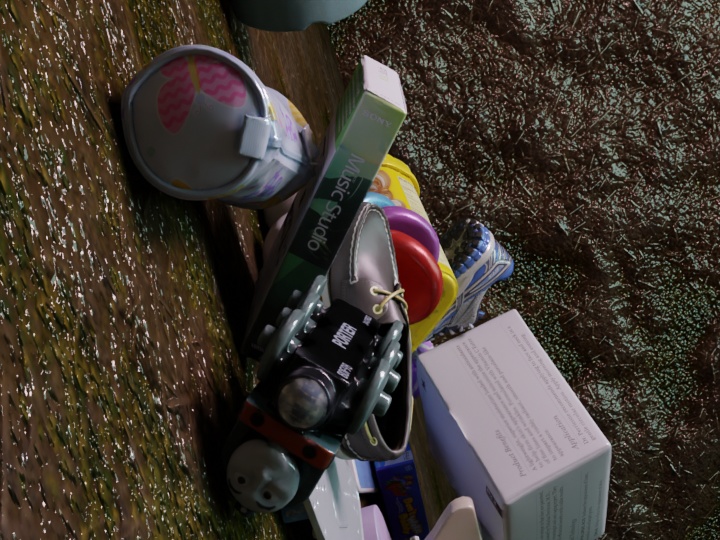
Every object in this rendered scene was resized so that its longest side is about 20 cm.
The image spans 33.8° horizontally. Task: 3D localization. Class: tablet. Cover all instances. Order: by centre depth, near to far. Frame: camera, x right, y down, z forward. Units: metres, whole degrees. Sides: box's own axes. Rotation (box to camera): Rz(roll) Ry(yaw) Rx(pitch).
[{"bbox_3d":[-0.008,0.173,1.263,0.200,0.013,0.132,55,21,-78],"label":"tablet"}]

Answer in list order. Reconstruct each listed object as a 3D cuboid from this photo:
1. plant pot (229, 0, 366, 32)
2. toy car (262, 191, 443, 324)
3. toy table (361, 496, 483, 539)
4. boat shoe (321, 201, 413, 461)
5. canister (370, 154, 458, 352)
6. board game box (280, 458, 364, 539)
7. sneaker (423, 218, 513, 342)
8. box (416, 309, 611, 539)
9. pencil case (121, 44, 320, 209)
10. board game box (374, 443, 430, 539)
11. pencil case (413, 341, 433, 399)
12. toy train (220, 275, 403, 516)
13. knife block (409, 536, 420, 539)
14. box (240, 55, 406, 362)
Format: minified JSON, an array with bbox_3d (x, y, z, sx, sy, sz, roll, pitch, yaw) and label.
[{"bbox_3d":[-0.071,-0.356,1.162,0.201,0.197,0.198,-99,180,-54],"label":"plant pot"},{"bbox_3d":[0.000,0.000,1.053,0.201,0.148,0.177,-97,171,-60],"label":"toy car"},{"bbox_3d":[0.076,0.322,1.202,0.185,0.115,0.202,-97,173,-57],"label":"toy table"},{"bbox_3d":[0.011,0.044,0.916,0.071,0.060,0.205,4,85,-46],"label":"boat shoe"},{"bbox_3d":[0.019,-0.010,1.240,0.086,0.149,0.201,24,27,-30],"label":"canister"},{"bbox_3d":[-0.030,0.173,0.915,0.201,0.025,0.202,-97,172,-58],"label":"board game box"},{"bbox_3d":[0.087,0.042,1.262,0.085,0.200,0.078,29,27,-30],"label":"sneaker"},{"bbox_3d":[0.164,0.193,1.287,0.201,0.129,0.200,79,-16,-51],"label":"box"},{"bbox_3d":[-0.079,-0.080,0.719,0.084,0.090,0.200,-61,175,4],"label":"pencil case"},{"bbox_3d":[0.047,0.251,1.394,0.135,0.044,0.202,-103,180,-53],"label":"board game box"},{"bbox_3d":[0.025,0.058,1.369,0.201,0.083,0.086,58,-12,29],"label":"pencil case"},{"bbox_3d":[-0.030,0.077,0.719,0.115,0.084,0.200,-61,179,12],"label":"toy train"},{"bbox_3d":[0.032,0.337,1.052,0.201,0.174,0.064,-58,-165,22],"label":"knife block"},{"bbox_3d":[-0.026,-0.046,0.845,0.145,0.036,0.202,-92,-154,-71],"label":"box"}]
